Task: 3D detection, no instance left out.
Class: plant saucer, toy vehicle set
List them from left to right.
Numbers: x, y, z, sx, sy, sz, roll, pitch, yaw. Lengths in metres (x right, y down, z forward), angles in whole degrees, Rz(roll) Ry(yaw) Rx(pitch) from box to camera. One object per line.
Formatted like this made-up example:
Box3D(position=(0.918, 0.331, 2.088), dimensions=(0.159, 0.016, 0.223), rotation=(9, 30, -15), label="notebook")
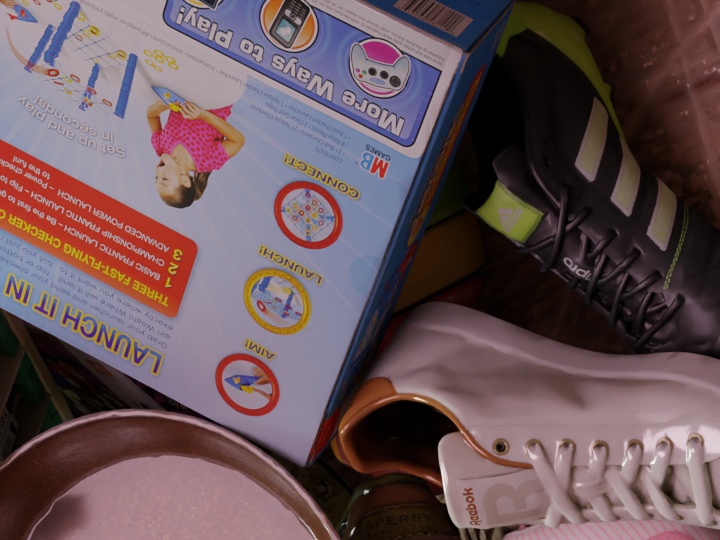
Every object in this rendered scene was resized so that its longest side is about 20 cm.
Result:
Box3D(position=(-0.168, 0.091, 1.098), dimensions=(0.026, 0.124, 0.200), rotation=(14, 161, 9), label="toy vehicle set")
Box3D(position=(-0.079, 0.154, 1.012), dimensions=(0.200, 0.034, 0.201), rotation=(0, 90, 24), label="plant saucer")

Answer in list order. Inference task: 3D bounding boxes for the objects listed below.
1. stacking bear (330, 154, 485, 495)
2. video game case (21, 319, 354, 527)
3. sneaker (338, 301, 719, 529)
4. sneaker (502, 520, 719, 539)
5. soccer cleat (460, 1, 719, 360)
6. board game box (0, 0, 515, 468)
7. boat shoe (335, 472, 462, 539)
Box3D(position=(0.000, 0.000, 1.061), dimensions=(0.114, 0.121, 0.200), rotation=(-26, 92, 7), label="stacking bear")
Box3D(position=(-0.119, 0.052, 1.189), dimensions=(0.200, 0.036, 0.181), rotation=(14, 156, 47), label="video game case")
Box3D(position=(0.082, 0.074, 0.938), dimensions=(0.200, 0.085, 0.073), rotation=(12, 133, 34), label="sneaker")
Box3D(position=(0.086, 0.157, 1.026), dimensions=(0.105, 0.075, 0.200), rotation=(52, 128, 21), label="sneaker")
Box3D(position=(0.088, -0.015, 0.965), dimensions=(0.200, 0.081, 0.068), rotation=(57, 138, 19), label="soccer cleat")
Box3D(position=(-0.067, -0.055, 0.965), dimensions=(0.200, 0.056, 0.196), rotation=(28, 125, 9), label="board game box")
Box3D(position=(0.018, 0.136, 1.082), dimensions=(0.200, 0.072, 0.068), rotation=(110, 149, -68), label="boat shoe")
